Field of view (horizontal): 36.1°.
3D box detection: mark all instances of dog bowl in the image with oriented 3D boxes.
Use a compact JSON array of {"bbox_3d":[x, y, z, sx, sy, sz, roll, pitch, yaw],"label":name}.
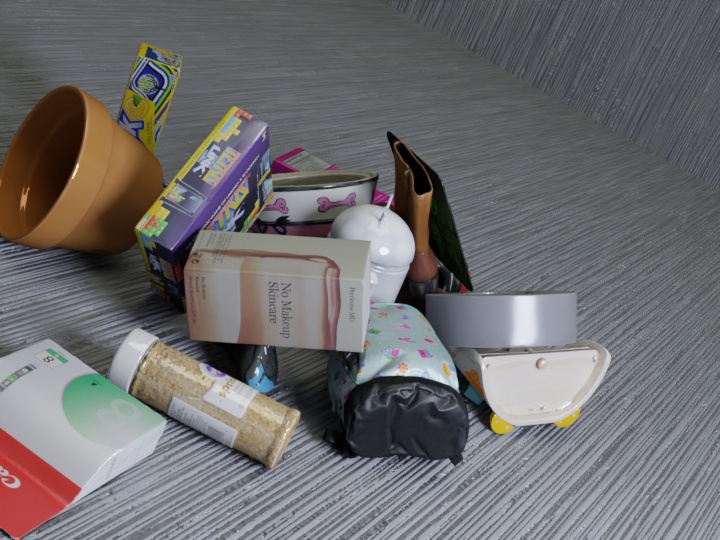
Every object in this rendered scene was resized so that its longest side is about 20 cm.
[{"bbox_3d":[-0.071,-0.093,1.539,0.198,0.075,0.200,-3,11,0],"label":"dog bowl"}]

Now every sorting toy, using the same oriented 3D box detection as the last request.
[{"bbox_3d":[0.197,0.129,1.483,0.198,0.108,0.180,-1,20,-25],"label":"sorting toy"}]

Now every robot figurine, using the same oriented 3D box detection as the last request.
[{"bbox_3d":[0.000,0.000,1.419,0.112,0.201,0.170,17,25,-12],"label":"robot figurine"}]

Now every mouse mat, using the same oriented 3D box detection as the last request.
[{"bbox_3d":[0.093,-0.079,1.491,0.007,0.201,0.161,-27,38,-11],"label":"mouse mat"}]

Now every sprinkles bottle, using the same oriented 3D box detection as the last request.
[{"bbox_3d":[-0.164,0.134,1.154,0.199,0.069,0.068,27,24,4],"label":"sprinkles bottle"}]

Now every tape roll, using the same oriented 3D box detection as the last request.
[{"bbox_3d":[0.184,0.062,1.451,0.198,0.067,0.200,-2,1,0],"label":"tape roll"}]

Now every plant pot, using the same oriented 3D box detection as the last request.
[{"bbox_3d":[-0.337,-0.107,1.358,0.139,0.201,0.200,26,18,-40],"label":"plant pot"}]

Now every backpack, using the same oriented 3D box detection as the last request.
[{"bbox_3d":[0.036,0.127,1.287,0.165,0.128,0.200,12,23,-19],"label":"backpack"}]

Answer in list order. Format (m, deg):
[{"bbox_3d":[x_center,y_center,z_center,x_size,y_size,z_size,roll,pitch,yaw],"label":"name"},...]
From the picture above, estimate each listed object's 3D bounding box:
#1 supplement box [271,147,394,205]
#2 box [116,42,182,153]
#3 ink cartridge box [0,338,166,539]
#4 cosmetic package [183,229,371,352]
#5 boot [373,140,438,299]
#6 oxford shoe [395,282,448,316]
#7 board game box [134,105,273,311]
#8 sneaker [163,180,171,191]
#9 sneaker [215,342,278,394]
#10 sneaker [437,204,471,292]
[{"bbox_3d":[-0.048,-0.093,1.691,0.199,0.102,0.103,29,24,12],"label":"supplement box"},{"bbox_3d":[-0.312,-0.211,1.561,0.064,0.201,0.070,17,24,-14],"label":"box"},{"bbox_3d":[-0.302,0.146,1.023,0.160,0.050,0.200,31,22,16],"label":"ink cartridge box"},{"bbox_3d":[-0.089,0.023,1.233,0.198,0.104,0.088,2,33,5],"label":"cosmetic package"},{"bbox_3d":[0.050,-0.088,1.494,0.068,0.201,0.189,-14,45,-6],"label":"boot"},{"bbox_3d":[0.066,0.033,1.578,0.198,0.071,0.075,19,22,-12],"label":"oxford shoe"},{"bbox_3d":[-0.182,-0.072,1.331,0.056,0.166,0.201,29,66,11],"label":"board game box"},{"bbox_3d":[-0.252,-0.083,1.482,0.198,0.076,0.105,15,-3,5],"label":"sneaker"},{"bbox_3d":[-0.142,0.081,1.310,0.081,0.074,0.201,-7,32,-2],"label":"sneaker"},{"bbox_3d":[0.102,-0.042,1.665,0.070,0.202,0.098,-10,14,41],"label":"sneaker"}]
